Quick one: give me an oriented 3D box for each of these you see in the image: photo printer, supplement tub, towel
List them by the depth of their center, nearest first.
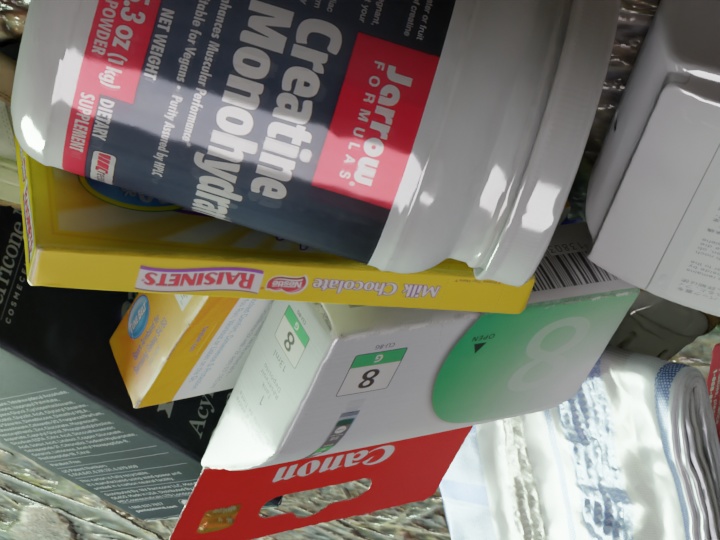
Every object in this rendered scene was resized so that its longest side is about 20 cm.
[{"bbox_3d":[-0.017,-0.081,0.899,0.198,0.141,0.141,17,156,-3],"label":"supplement tub"},{"bbox_3d":[0.178,-0.036,0.969,0.165,0.070,0.200,14,156,1],"label":"photo printer"},{"bbox_3d":[0.098,0.098,1.141,0.199,0.024,0.148,11,120,51],"label":"towel"}]

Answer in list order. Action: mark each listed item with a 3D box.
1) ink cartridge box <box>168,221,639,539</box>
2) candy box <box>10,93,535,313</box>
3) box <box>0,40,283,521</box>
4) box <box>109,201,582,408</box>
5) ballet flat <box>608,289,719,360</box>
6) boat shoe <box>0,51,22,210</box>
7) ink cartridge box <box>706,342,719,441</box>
[{"bbox_3d":[0.014,0.068,1.077,0.160,0.050,0.201,-9,140,-33],"label":"ink cartridge box"},{"bbox_3d":[-0.035,-0.032,0.965,0.198,0.103,0.027,3,138,-17],"label":"candy box"},{"bbox_3d":[-0.120,0.008,1.143,0.107,0.149,0.199,-12,145,45],"label":"box"},{"bbox_3d":[0.000,0.000,1.070,0.199,0.042,0.119,-12,155,-32],"label":"box"},{"bbox_3d":[0.118,0.026,1.146,0.068,0.063,0.200,26,153,-25],"label":"ballet flat"},{"bbox_3d":[-0.093,-0.053,1.044,0.199,0.067,0.074,9,-168,-45],"label":"boat shoe"},{"bbox_3d":[0.236,0.087,1.104,0.085,0.149,0.200,23,154,-19],"label":"ink cartridge box"}]
